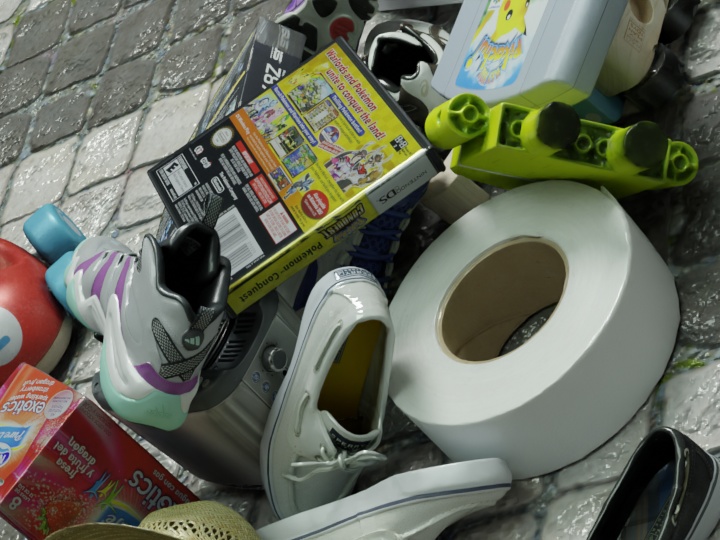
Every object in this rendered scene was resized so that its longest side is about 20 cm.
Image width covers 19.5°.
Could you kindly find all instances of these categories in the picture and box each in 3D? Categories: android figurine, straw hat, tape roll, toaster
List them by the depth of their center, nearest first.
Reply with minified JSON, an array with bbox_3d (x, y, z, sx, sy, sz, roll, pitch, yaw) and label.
[{"bbox_3d":[-0.110,0.199,1.381,0.200,0.201,0.085,-14,36,35],"label":"straw hat"},{"bbox_3d":[0.113,0.038,1.410,0.202,0.071,0.203,-27,38,24],"label":"tape roll"},{"bbox_3d":[0.134,-0.081,1.434,0.200,0.181,0.041,162,118,-79],"label":"android figurine"},{"bbox_3d":[-0.100,0.086,1.513,0.199,0.129,0.114,-5,49,47],"label":"toaster"}]

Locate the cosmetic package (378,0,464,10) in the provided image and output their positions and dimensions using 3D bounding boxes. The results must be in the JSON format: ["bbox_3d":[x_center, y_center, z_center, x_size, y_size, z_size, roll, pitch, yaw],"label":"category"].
[{"bbox_3d":[0.085,-0.292,1.754,0.151,0.052,0.200,-51,22,-13],"label":"cosmetic package"}]

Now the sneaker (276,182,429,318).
[{"bbox_3d":[0.000,0.001,1.544,0.200,0.080,0.115,-54,40,26],"label":"sneaker"}]

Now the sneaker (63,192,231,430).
[{"bbox_3d":[-0.133,-0.001,1.420,0.140,0.077,0.200,-61,35,23],"label":"sneaker"}]

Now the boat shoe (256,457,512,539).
[{"bbox_3d":[0.017,0.179,1.375,0.199,0.071,0.070,-22,72,26],"label":"boat shoe"}]

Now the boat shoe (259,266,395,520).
[{"bbox_3d":[-0.012,0.105,1.397,0.086,0.074,0.203,-120,41,-55],"label":"boat shoe"}]

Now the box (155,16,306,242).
[{"bbox_3d":[-0.113,-0.083,1.699,0.200,0.049,0.162,127,158,-47],"label":"box"}]

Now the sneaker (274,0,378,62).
[{"bbox_3d":[-0.016,-0.225,1.755,0.200,0.080,0.084,-47,13,55],"label":"sneaker"}]

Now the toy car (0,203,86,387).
[{"bbox_3d":[-0.350,0.001,1.795,0.184,0.200,0.177,-41,35,4],"label":"toy car"}]

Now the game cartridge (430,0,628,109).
[{"bbox_3d":[0.118,-0.171,1.483,0.200,0.040,0.134,8,78,66],"label":"game cartridge"}]

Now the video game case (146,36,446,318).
[{"bbox_3d":[-0.051,-0.072,1.499,0.180,0.026,0.200,-35,35,0],"label":"video game case"}]

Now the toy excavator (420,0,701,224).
[{"bbox_3d":[0.138,-0.138,1.563,0.200,0.100,0.195,-24,39,48],"label":"toy excavator"}]

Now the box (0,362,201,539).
[{"bbox_3d":[-0.180,0.167,1.457,0.096,0.200,0.100,-51,35,-13],"label":"box"}]

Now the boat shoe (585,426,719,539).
[{"bbox_3d":[0.150,0.180,1.231,0.070,0.066,0.200,15,65,51],"label":"boat shoe"}]

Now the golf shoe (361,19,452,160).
[{"bbox_3d":[0.040,-0.171,1.675,0.078,0.094,0.200,-43,34,3],"label":"golf shoe"}]
